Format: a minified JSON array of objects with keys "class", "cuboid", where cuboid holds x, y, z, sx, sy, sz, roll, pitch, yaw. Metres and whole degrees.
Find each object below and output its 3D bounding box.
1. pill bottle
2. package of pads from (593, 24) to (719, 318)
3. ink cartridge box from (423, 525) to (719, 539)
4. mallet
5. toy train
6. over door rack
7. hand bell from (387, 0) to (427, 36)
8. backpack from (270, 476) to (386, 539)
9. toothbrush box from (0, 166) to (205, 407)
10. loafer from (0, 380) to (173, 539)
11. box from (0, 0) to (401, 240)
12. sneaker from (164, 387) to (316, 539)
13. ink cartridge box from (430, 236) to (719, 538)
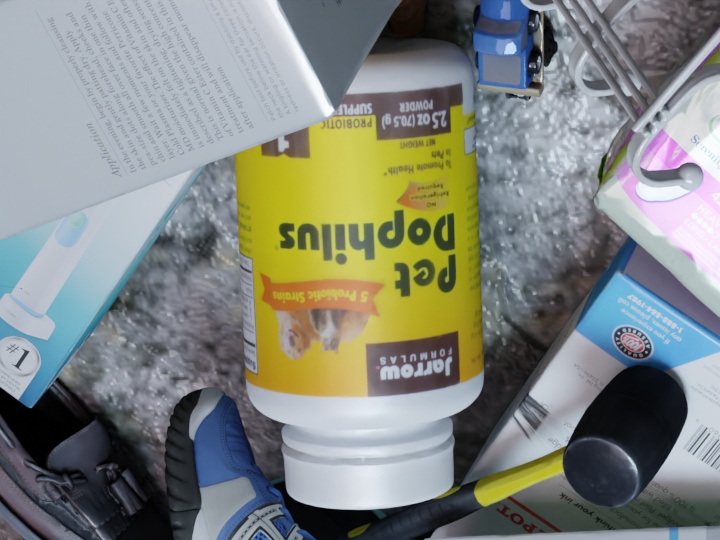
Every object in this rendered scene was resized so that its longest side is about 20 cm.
[{"class":"pill bottle","cuboid":[0.000,0.000,1.221,0.109,0.109,0.201,1,101,20]},{"class":"package of pads","cuboid":[0.211,-0.059,1.147,0.154,0.068,0.200,42,113,-7]},{"class":"ink cartridge box","cuboid":[0.076,0.176,1.226,0.199,0.104,0.059,-3,155,14]},{"class":"mallet","cuboid":[0.067,0.094,1.248,0.200,0.066,0.041,-24,105,46]},{"class":"toy train","cuboid":[0.064,-0.161,1.171,0.034,0.046,0.201,7,121,17]},{"class":"over door rack","cuboid":[0.149,-0.149,1.083,0.066,0.148,0.201,14,120,-31]},{"class":"hand bell","cuboid":[0.010,-0.187,1.170,0.103,0.104,0.201,6,134,17]},{"class":"backpack","cuboid":[-0.024,0.212,1.346,0.200,0.176,0.153,47,156,4]},{"class":"toothbrush box","cuboid":[-0.155,-0.059,1.291,0.146,0.085,0.200,35,125,-1]},{"class":"loafer","cuboid":[-0.164,0.086,1.391,0.200,0.072,0.063,41,120,-2]},{"class":"box","cuboid":[-0.100,-0.098,1.126,0.199,0.125,0.098,-18,112,25]},{"class":"sneaker","cuboid":[-0.041,0.142,1.250,0.077,0.201,0.076,-17,152,0]},{"class":"ink cartridge box","cuboid":[0.125,0.085,1.278,0.116,0.068,0.200,34,124,1]}]
